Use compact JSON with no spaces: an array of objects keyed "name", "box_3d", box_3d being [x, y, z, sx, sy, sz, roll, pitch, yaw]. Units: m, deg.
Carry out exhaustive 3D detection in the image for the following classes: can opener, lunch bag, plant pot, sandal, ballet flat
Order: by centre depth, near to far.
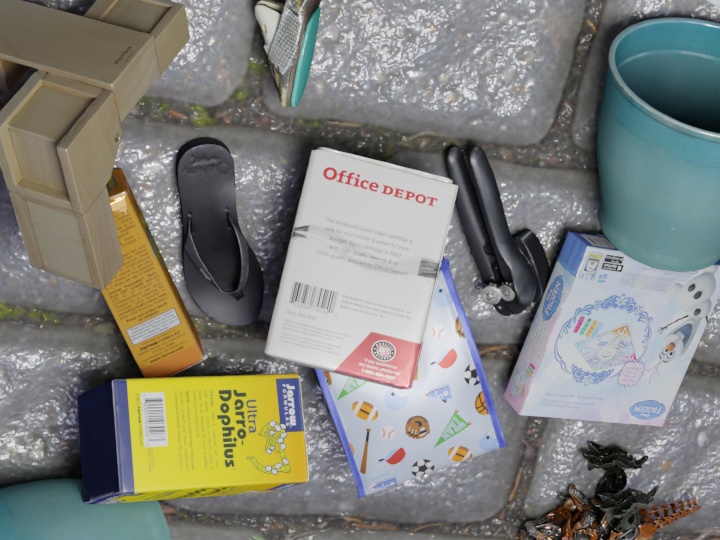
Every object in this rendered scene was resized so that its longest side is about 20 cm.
[{"name":"ballet flat","box_3d":[-0.059,-0.252,1.499,0.071,0.072,0.202,11,112,-20]},{"name":"sandal","box_3d":[-0.142,-0.028,1.590,0.075,0.043,0.202,-16,118,-7]},{"name":"plant pot","box_3d":[0.318,-0.112,1.591,0.198,0.201,0.189,-2,131,-14]},{"name":"plant pot","box_3d":[-0.290,0.298,1.635,0.186,0.200,0.202,-14,119,-25]},{"name":"lunch bag","box_3d":[0.039,0.098,1.654,0.168,0.124,0.202,-21,112,-2]},{"name":"can opener","box_3d":[0.131,-0.040,1.658,0.063,0.079,0.201,-8,122,34]}]

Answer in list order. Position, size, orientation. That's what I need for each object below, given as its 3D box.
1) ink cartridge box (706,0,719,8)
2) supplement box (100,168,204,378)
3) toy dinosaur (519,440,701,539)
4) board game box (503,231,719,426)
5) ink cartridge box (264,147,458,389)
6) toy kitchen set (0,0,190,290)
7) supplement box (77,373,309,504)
[{"name":"ink cartridge box","box_3d":[0.453,-0.321,1.609,0.198,0.043,0.198,21,107,-26]},{"name":"supplement box","box_3d":[-0.219,0.006,1.574,0.068,0.067,0.201,-25,120,-2]},{"name":"toy dinosaur","box_3d":[0.281,0.272,1.841,0.198,0.102,0.137,-21,136,-25]},{"name":"board game box","box_3d":[0.273,0.065,1.730,0.198,0.043,0.201,7,113,-30]},{"name":"ink cartridge box","box_3d":[0.000,0.000,1.557,0.145,0.083,0.202,14,85,-1]},{"name":"toy kitchen set","box_3d":[-0.264,-0.133,1.467,0.162,0.201,0.182,17,141,19]},{"name":"supplement box","box_3d":[-0.164,0.165,1.597,0.198,0.109,0.111,0,77,-28]}]
